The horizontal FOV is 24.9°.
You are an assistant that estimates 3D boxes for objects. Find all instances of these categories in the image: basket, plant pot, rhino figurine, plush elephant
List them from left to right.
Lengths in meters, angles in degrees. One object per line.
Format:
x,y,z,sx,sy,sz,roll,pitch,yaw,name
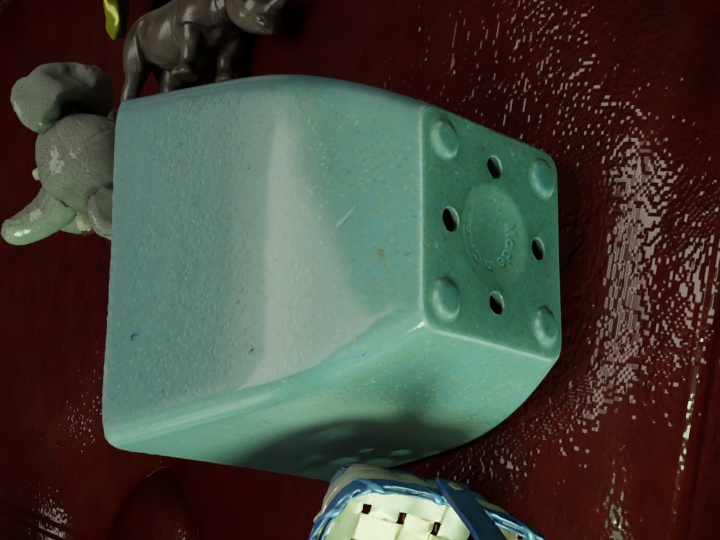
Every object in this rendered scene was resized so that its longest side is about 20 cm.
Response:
-0.182,-0.057,1.157,0.200,0.154,0.165,-47,62,28,plush elephant
-0.111,-0.175,1.188,0.199,0.059,0.088,-24,58,46,rhino figurine
0.000,0.000,0.888,0.199,0.195,0.198,-13,70,41,plant pot
0.027,0.185,0.813,0.200,0.138,0.178,-101,29,-78,basket

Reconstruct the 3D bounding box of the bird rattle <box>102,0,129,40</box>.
-0.158,-0.280,1.280,0.162,0.113,0.201,11,70,37,bird rattle
